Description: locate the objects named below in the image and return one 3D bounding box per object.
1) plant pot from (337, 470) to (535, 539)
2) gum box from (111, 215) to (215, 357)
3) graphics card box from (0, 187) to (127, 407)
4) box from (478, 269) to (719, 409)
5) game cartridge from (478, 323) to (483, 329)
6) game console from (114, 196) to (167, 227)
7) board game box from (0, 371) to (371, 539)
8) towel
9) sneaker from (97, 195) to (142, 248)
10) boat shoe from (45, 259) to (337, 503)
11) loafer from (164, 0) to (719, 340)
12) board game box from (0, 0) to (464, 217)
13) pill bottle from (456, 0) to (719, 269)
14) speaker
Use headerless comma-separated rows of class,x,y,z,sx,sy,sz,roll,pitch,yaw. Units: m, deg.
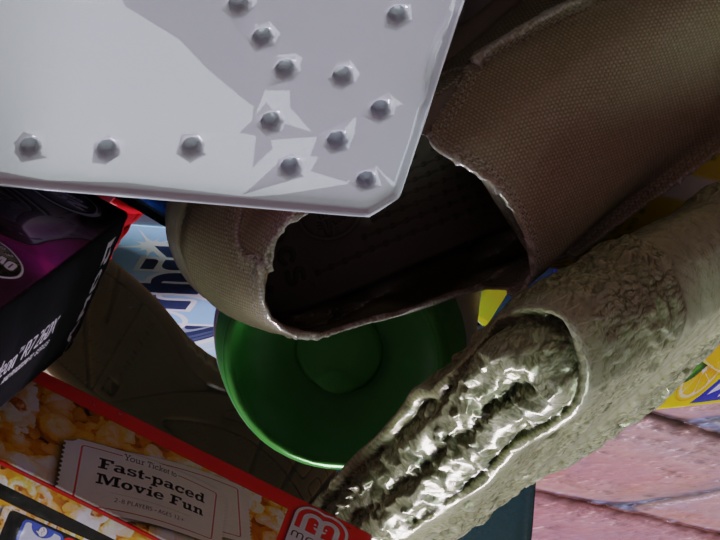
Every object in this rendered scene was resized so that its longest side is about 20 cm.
plant pot,0.015,0.118,1.299,0.141,0.201,0.141,-2,163,0
gum box,-0.085,-0.009,1.133,0.199,0.045,0.170,2,162,-16
graphics card box,-0.145,-0.002,0.704,0.125,0.051,0.200,26,-166,5
box,0.131,0.006,1.062,0.200,0.064,0.070,-1,128,-54
game cartridge,0.050,0.026,1.185,0.199,0.042,0.133,-20,172,-2
game console,-0.144,-0.063,0.821,0.170,0.119,0.200,-9,161,21
board game box,-0.118,0.098,0.814,0.199,0.046,0.152,27,122,-4
towel,0.061,0.035,0.825,0.148,0.037,0.200,-29,167,-35
sneaker,-0.078,-0.026,0.953,0.199,0.116,0.078,-7,164,20
boat shoe,-0.079,0.067,1.102,0.200,0.072,0.065,46,149,-26
loafer,0.044,-0.031,0.768,0.199,0.068,0.076,-28,123,3
board game box,-0.061,-0.109,0.645,0.199,0.026,0.201,4,123,-21
pill bottle,0.062,-0.057,0.876,0.199,0.113,0.112,11,159,-36
speaker,0.000,0.000,0.959,0.088,0.089,0.200,-4,-164,6
